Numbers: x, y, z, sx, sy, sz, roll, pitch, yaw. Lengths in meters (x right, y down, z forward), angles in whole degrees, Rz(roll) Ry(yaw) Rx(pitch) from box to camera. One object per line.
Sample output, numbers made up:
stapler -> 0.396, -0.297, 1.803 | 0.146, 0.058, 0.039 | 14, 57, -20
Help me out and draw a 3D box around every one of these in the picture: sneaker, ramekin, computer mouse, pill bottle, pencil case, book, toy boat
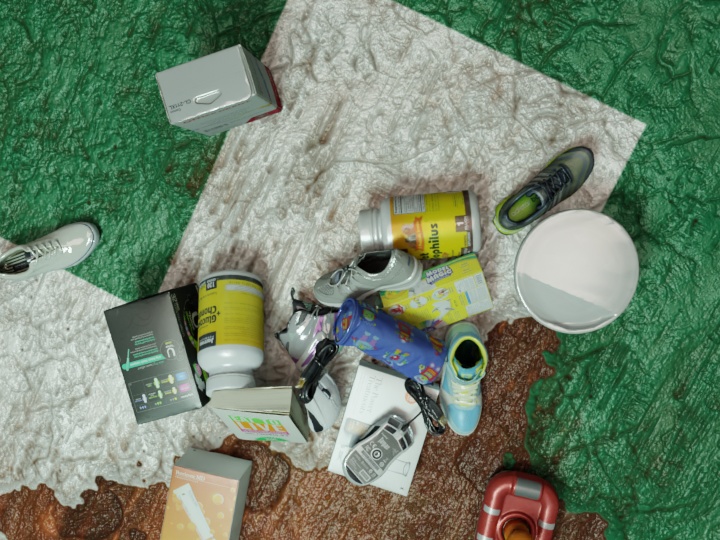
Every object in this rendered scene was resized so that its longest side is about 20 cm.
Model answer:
sneaker -> 0.310, -0.130, 1.178 | 0.200, 0.081, 0.074 | -42, 91, 7
ramekin -> 0.350, -0.001, 1.180 | 0.200, 0.094, 0.205 | 0, 95, 5
computer mouse -> -0.060, 0.211, 1.194 | 0.043, 0.201, 0.110 | 16, 55, 18
pill bottle -> 0.099, -0.072, 1.189 | 0.198, 0.109, 0.111 | -5, 95, 6
pencil case -> 0.047, 0.117, 1.155 | 0.199, 0.079, 0.087 | 27, 134, -22
sneaker -> 0.173, 0.193, 1.195 | 0.079, 0.131, 0.202 | -3, 95, 3
pill bottle -> -0.219, 0.109, 1.198 | 0.111, 0.112, 0.202 | -7, 67, 6
computer mouse -> 0.049, 0.283, 1.211 | 0.200, 0.044, 0.110 | -40, 96, 1
sneaker -> 0.000, 0.000, 1.160 | 0.198, 0.082, 0.075 | -18, 49, 27
sneaker -> -0.066, 0.076, 1.233 | 0.200, 0.078, 0.140 | -41, 91, 7
book -> -0.167, 0.249, 1.205 | 0.132, 0.200, 0.049 | 1, 63, 6
toy boat -> 0.268, 0.455, 1.209 | 0.129, 0.131, 0.202 | 12, 96, 4
sneaker -> -0.566, -0.028, 1.273 | 0.198, 0.071, 0.074 | -26, 92, 7

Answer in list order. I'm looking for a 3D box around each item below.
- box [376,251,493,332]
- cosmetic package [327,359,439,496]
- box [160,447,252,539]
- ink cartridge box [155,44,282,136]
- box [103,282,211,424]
box -> 0.117, 0.052, 1.198 | 0.198, 0.118, 0.049 | -22, 49, 6
cosmetic package -> 0.041, 0.278, 1.256 | 0.149, 0.052, 0.202 | 16, 96, 1
box -> -0.280, 0.441, 1.275 | 0.123, 0.097, 0.202 | 11, 96, 4
ink cartridge box -> -0.223, -0.288, 1.154 | 0.144, 0.200, 0.084 | -16, 94, 6
box -> -0.334, 0.140, 1.228 | 0.123, 0.149, 0.202 | -16, 94, 6
